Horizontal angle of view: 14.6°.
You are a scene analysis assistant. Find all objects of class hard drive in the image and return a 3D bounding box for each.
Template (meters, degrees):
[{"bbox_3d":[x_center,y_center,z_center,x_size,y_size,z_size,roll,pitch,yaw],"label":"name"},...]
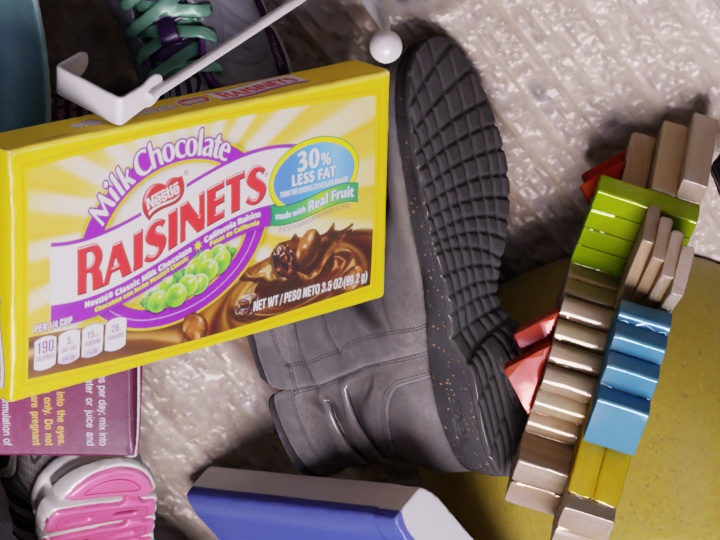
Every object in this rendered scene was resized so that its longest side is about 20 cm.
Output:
[{"bbox_3d":[0.010,0.147,1.297,0.132,0.025,0.200,50,157,-20],"label":"hard drive"}]

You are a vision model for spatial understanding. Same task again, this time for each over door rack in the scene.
[{"bbox_3d":[-0.022,-0.145,1.078,0.199,0.067,0.149,-26,137,-33],"label":"over door rack"}]

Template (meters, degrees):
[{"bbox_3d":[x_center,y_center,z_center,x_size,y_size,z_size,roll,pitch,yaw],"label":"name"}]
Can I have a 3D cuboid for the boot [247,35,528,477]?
[{"bbox_3d":[0.000,0.000,1.244,0.131,0.070,0.202,0,102,36],"label":"boot"}]

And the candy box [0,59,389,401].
[{"bbox_3d":[-0.067,-0.019,1.124,0.199,0.026,0.103,-16,113,-41],"label":"candy box"}]

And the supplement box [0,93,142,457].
[{"bbox_3d":[-0.191,0.000,1.201,0.198,0.131,0.104,1,129,-3],"label":"supplement box"}]

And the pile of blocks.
[{"bbox_3d":[0.100,0.020,1.206,0.062,0.201,0.082,16,160,0],"label":"pile of blocks"}]

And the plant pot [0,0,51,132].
[{"bbox_3d":[-0.220,-0.052,1.054,0.133,0.201,0.201,5,132,21],"label":"plant pot"}]

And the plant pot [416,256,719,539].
[{"bbox_3d":[0.125,0.112,1.301,0.198,0.142,0.201,-1,129,-2],"label":"plant pot"}]

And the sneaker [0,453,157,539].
[{"bbox_3d":[-0.137,0.109,1.333,0.073,0.088,0.200,-14,153,-14],"label":"sneaker"}]

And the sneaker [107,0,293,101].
[{"bbox_3d":[-0.072,-0.111,1.145,0.074,0.088,0.201,-18,128,11],"label":"sneaker"}]

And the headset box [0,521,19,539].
[{"bbox_3d":[-0.231,0.127,1.261,0.199,0.075,0.149,22,160,32],"label":"headset box"}]

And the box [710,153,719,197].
[{"bbox_3d":[0.279,-0.012,1.235,0.199,0.086,0.164,-27,125,9],"label":"box"}]
